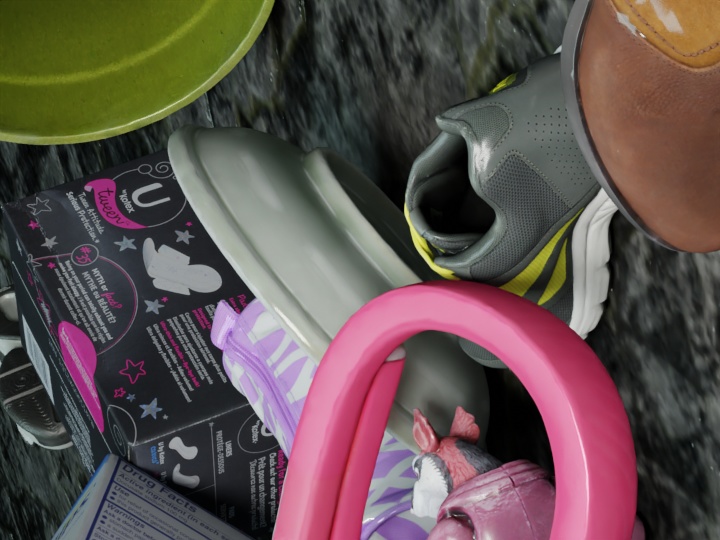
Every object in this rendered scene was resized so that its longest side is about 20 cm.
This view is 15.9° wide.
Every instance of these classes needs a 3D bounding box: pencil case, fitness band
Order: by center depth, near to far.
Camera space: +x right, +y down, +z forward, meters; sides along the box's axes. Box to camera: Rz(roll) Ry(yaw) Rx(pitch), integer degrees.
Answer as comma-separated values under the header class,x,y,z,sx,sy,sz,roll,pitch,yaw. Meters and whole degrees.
class,x,y,z,sx,sy,sz,roll,pitch,yaw
fitness band,0.033,0.100,0.966,0.144,0.037,0.200,30,117,36
pencil case,-0.004,0.083,1.194,0.200,0.085,0.084,-122,40,-54

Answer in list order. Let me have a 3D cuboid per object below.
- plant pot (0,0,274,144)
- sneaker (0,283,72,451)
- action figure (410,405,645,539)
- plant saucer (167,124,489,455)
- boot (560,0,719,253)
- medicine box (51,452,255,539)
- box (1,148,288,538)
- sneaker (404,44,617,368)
class,x,y,z,sx,sy,sz,roll,pitch,yaw
plant pot,-0.157,-0.201,1.275,0.200,0.200,0.193,92,165,-47
sneaker,-0.230,0.100,1.957,0.201,0.076,0.115,-123,13,-56
action figure,0.069,0.140,1.015,0.200,0.134,0.149,62,161,11
plant saucer,0.000,0.000,1.129,0.200,0.050,0.200,47,-171,-9
boot,0.144,-0.063,0.755,0.200,0.068,0.188,32,131,51
medicine box,-0.092,0.215,1.314,0.103,0.182,0.200,-55,8,21
box,-0.115,0.052,1.487,0.132,0.115,0.200,90,155,-48
sneaker,0.051,-0.022,0.984,0.200,0.085,0.075,105,144,-57
